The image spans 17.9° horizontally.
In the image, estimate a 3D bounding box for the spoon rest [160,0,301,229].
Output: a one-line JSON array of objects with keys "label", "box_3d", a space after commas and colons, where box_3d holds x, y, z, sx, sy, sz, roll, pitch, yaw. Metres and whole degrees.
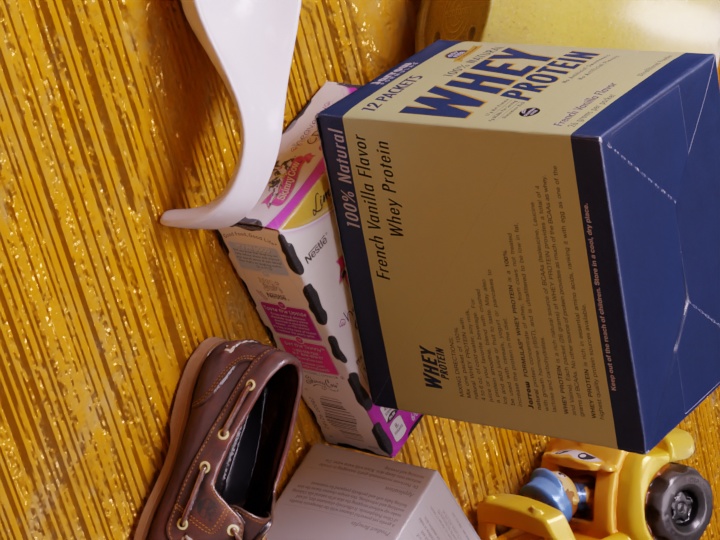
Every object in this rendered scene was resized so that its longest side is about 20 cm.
[{"label": "spoon rest", "box_3d": [-0.072, -0.121, 1.330, 0.099, 0.061, 0.201, 2, 96, -52]}]

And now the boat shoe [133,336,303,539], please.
[{"label": "boat shoe", "box_3d": [-0.085, 0.139, 1.357, 0.070, 0.070, 0.201, 15, 86, -53]}]

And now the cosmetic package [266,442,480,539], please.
[{"label": "cosmetic package", "box_3d": [-0.025, 0.214, 1.416, 0.200, 0.107, 0.085, -56, 136, -26]}]

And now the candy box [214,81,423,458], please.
[{"label": "candy box", "box_3d": [0.000, 0.000, 1.443, 0.136, 0.061, 0.200, -53, 133, -31]}]

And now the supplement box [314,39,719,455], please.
[{"label": "supplement box", "box_3d": [0.105, -0.020, 1.361, 0.134, 0.199, 0.200, -35, 122, -44]}]

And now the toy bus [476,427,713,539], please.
[{"label": "toy bus", "box_3d": [0.138, 0.206, 1.620, 0.192, 0.136, 0.201, 1, 94, -36]}]

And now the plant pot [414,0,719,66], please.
[{"label": "plant pot", "box_3d": [0.121, -0.151, 1.488, 0.142, 0.200, 0.201, 11, 88, -26]}]
